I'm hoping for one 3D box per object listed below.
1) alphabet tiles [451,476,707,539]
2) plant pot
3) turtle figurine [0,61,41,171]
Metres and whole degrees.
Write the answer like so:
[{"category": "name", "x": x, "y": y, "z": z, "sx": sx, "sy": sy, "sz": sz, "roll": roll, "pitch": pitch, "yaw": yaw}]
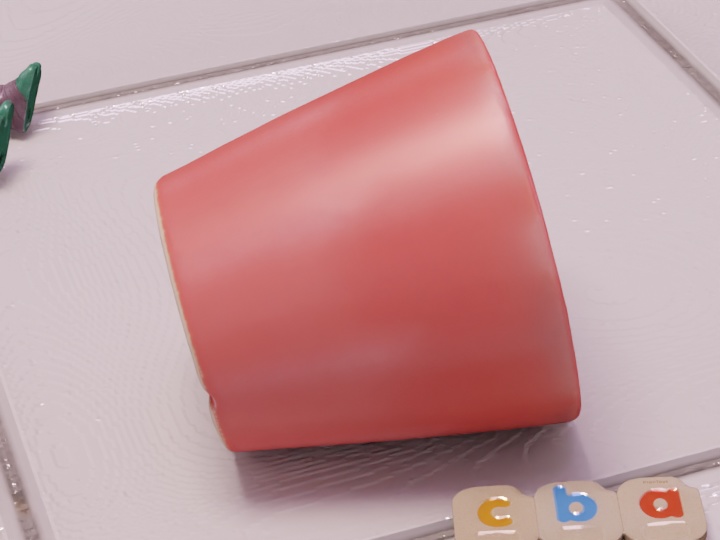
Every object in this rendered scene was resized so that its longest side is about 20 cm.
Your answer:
[{"category": "alphabet tiles", "x": 0.104, "y": 0.160, "z": 0.979, "sx": 0.199, "sy": 0.015, "sz": 0.196, "roll": -3, "pitch": 34, "yaw": 1}, {"category": "plant pot", "x": 0.000, "y": 0.000, "z": 1.091, "sx": 0.177, "sy": 0.201, "sz": 0.201, "roll": -16, "pitch": 34, "yaw": -1}, {"category": "turtle figurine", "x": -0.309, "y": -0.118, "z": 1.370, "sx": 0.199, "sy": 0.101, "sz": 0.150, "roll": 15, "pitch": 50, "yaw": 1}]
